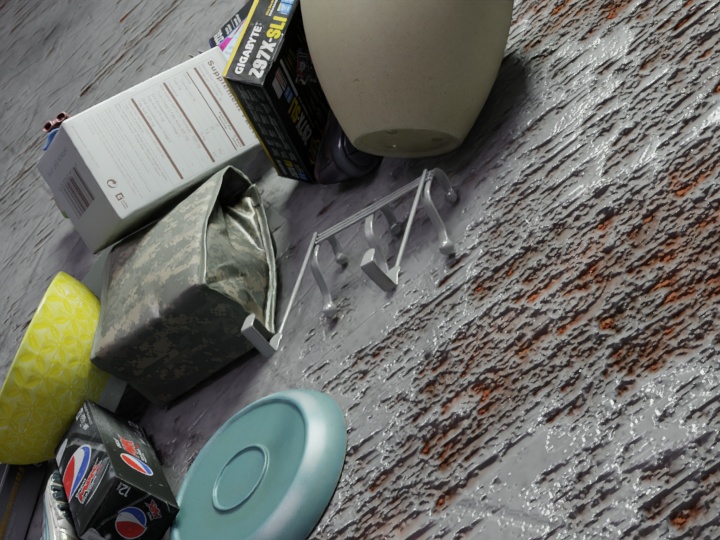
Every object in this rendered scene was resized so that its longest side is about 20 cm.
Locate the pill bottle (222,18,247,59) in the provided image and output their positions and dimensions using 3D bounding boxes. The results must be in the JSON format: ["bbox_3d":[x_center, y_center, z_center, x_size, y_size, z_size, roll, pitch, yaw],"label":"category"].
[{"bbox_3d":[-0.088,-0.245,1.628,0.109,0.109,0.201,11,64,57],"label":"pill bottle"}]

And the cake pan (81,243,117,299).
[{"bbox_3d":[-0.252,0.014,1.614,0.200,0.037,0.201,-33,33,25],"label":"cake pan"}]

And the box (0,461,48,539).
[{"bbox_3d":[-0.424,0.282,1.515,0.199,0.048,0.159,-29,34,32],"label":"box"}]

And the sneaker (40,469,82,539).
[{"bbox_3d":[-0.272,0.260,1.311,0.086,0.078,0.200,-45,29,13],"label":"sneaker"}]

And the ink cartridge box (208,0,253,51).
[{"bbox_3d":[-0.138,-0.306,1.845,0.200,0.037,0.095,-45,29,10],"label":"ink cartridge box"}]

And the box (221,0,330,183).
[{"bbox_3d":[-0.062,-0.204,1.446,0.049,0.200,0.160,16,71,20],"label":"box"}]

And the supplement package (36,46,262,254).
[{"bbox_3d":[-0.212,-0.125,1.500,0.200,0.118,0.117,-32,-2,-31],"label":"supplement package"}]

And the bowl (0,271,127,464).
[{"bbox_3d":[-0.292,0.114,1.453,0.200,0.107,0.201,-156,90,-83],"label":"bowl"}]

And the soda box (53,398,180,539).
[{"bbox_3d":[-0.224,0.188,1.311,0.064,0.071,0.200,-58,23,3],"label":"soda box"}]

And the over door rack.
[{"bbox_3d":[0.000,0.000,1.245,0.147,0.067,0.200,-29,14,30],"label":"over door rack"}]

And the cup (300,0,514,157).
[{"bbox_3d":[0.043,-0.185,1.330,0.200,0.200,0.144,-12,73,46],"label":"cup"}]

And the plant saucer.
[{"bbox_3d":[-0.094,0.179,1.218,0.200,0.027,0.201,-34,32,25],"label":"plant saucer"}]

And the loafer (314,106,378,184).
[{"bbox_3d":[-0.006,-0.172,1.475,0.063,0.072,0.201,-26,38,43],"label":"loafer"}]

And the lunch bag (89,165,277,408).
[{"bbox_3d":[-0.169,0.007,1.431,0.164,0.117,0.201,-33,37,27],"label":"lunch bag"}]

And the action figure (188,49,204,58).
[{"bbox_3d":[-0.195,-0.168,1.673,0.069,0.130,0.201,6,67,39],"label":"action figure"}]

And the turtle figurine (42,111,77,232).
[{"bbox_3d":[-0.305,-0.104,1.790,0.194,0.199,0.145,161,121,-72],"label":"turtle figurine"}]
